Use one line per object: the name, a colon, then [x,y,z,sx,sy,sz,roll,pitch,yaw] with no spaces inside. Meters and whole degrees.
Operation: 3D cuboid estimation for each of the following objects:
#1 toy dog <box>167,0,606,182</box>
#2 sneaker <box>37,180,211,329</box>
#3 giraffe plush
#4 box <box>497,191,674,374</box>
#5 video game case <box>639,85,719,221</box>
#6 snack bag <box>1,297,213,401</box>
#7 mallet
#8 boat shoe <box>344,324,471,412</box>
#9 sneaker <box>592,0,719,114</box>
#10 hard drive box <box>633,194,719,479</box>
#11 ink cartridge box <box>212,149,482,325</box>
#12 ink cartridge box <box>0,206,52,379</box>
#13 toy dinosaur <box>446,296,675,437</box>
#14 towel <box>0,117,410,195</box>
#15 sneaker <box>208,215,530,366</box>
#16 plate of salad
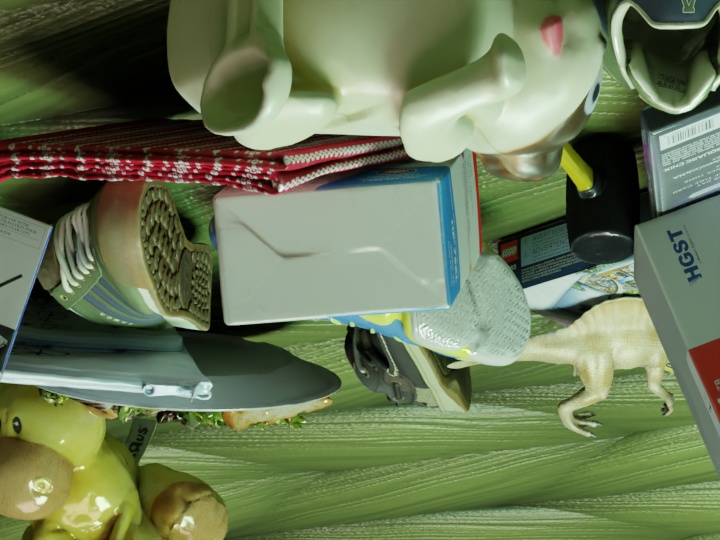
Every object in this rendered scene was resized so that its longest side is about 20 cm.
toy dog: [0.021,-0.101,1.307,0.199,0.140,0.194,6,157,-22]
sneaker: [-0.143,-0.004,1.580,0.089,0.068,0.200,1,167,8]
giraffe plush: [-0.190,0.132,1.843,0.172,0.201,0.162,-13,137,15]
box: [0.197,0.010,1.703,0.136,0.038,0.200,-19,151,37]
video game case: [0.220,-0.063,1.496,0.142,0.019,0.200,-22,158,0]
snack bag: [-0.191,0.040,1.662,0.187,0.022,0.200,6,-171,-12]
mallet: [0.098,-0.082,1.494,0.041,0.066,0.200,-13,140,24]
boat shoe: [0.023,0.047,1.745,0.066,0.072,0.201,-11,160,10]
sneaker: [0.141,-0.111,1.341,0.067,0.090,0.200,-2,158,1]
hard drive box: [0.265,0.022,1.502,0.199,0.156,0.077,-21,157,-3]
ink cartridge box: [0.000,-0.026,1.453,0.115,0.068,0.200,-4,-171,10]
ink cartridge box: [-0.273,-0.011,1.500,0.199,0.094,0.044,21,153,-8]
toy dinosaur: [0.143,0.048,1.697,0.199,0.058,0.101,-6,144,-7]
towel: [-0.073,-0.059,1.416,0.199,0.023,0.144,4,-169,36]
sneaker: [0.000,0.000,1.621,0.200,0.076,0.105,32,154,-22]
plate of salad: [-0.111,0.073,1.733,0.199,0.048,0.200,3,-170,-1]
